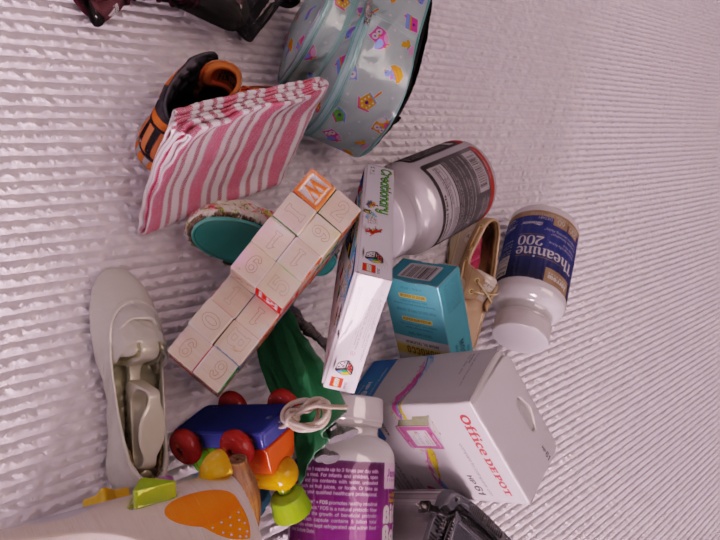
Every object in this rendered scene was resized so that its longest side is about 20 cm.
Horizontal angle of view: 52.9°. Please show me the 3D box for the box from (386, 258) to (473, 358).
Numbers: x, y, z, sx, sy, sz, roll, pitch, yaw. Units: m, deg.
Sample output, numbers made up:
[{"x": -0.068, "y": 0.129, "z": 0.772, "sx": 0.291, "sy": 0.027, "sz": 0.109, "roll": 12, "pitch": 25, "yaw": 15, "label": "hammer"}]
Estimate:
[{"x": 0.088, "y": 0.089, "z": 0.868, "sx": 0.049, "sy": 0.081, "sz": 0.204, "roll": -39, "pitch": 125, "yaw": -40, "label": "box"}]

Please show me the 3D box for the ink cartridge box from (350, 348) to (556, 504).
[{"x": 0.097, "y": 0.175, "z": 0.813, "sx": 0.146, "sy": 0.198, "sz": 0.085, "roll": 57, "pitch": 48, "yaw": -17, "label": "ink cartridge box"}]

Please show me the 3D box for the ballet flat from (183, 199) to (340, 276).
[{"x": -0.106, "y": -0.039, "z": 0.769, "sx": 0.198, "sy": 0.076, "sz": 0.065, "roll": 18, "pitch": 37, "yaw": -45, "label": "ballet flat"}]

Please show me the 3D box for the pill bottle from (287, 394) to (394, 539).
[{"x": -0.019, "y": 0.234, "z": 0.748, "sx": 0.111, "sy": 0.111, "sz": 0.205, "roll": 15, "pitch": 71, "yaw": -41, "label": "pill bottle"}]

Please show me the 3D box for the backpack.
[{"x": -0.010, "y": -0.241, "z": 0.826, "sx": 0.151, "sy": 0.175, "sz": 0.204, "roll": 15, "pitch": 68, "yaw": -23, "label": "backpack"}]

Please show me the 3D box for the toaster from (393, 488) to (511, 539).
[{"x": 0.080, "y": 0.319, "z": 0.813, "sx": 0.200, "sy": 0.128, "sz": 0.115, "roll": 45, "pitch": 52, "yaw": -28, "label": "toaster"}]

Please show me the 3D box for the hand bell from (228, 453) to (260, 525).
[{"x": -0.098, "y": 0.250, "z": 0.626, "sx": 0.103, "sy": 0.103, "sz": 0.204, "roll": -20, "pitch": 116, "yaw": -45, "label": "hand bell"}]

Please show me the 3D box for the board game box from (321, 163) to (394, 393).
[{"x": 0.000, "y": 0.000, "z": 0.694, "sx": 0.034, "sy": 0.128, "sz": 0.202, "roll": 14, "pitch": 34, "yaw": -6, "label": "board game box"}]

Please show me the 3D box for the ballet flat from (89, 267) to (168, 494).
[{"x": -0.195, "y": 0.094, "z": 0.639, "sx": 0.069, "sy": 0.069, "sz": 0.205, "roll": 1, "pitch": 80, "yaw": -44, "label": "ballet flat"}]

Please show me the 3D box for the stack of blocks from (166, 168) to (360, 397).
[{"x": -0.089, "y": 0.016, "z": 0.663, "sx": 0.058, "sy": 0.115, "sz": 0.201, "roll": 38, "pitch": 74, "yaw": 0, "label": "stack of blocks"}]

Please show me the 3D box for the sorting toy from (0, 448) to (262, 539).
[{"x": -0.194, "y": 0.214, "z": 0.554, "sx": 0.177, "sy": 0.201, "sz": 0.108, "roll": 4, "pitch": 53, "yaw": -31, "label": "sorting toy"}]

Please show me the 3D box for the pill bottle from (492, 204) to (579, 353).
[{"x": 0.254, "y": 0.013, "z": 1.068, "sx": 0.111, "sy": 0.110, "sz": 0.203, "roll": 39, "pitch": 56, "yaw": -31, "label": "pill bottle"}]

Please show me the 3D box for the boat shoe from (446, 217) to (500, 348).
[{"x": 0.156, "y": 0.015, "z": 1.000, "sx": 0.073, "sy": 0.068, "sz": 0.204, "roll": 25, "pitch": 64, "yaw": -38, "label": "boat shoe"}]

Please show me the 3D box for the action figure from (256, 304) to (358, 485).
[{"x": -0.064, "y": 0.093, "z": 0.728, "sx": 0.054, "sy": 0.119, "sz": 0.202, "roll": 4, "pitch": 45, "yaw": -37, "label": "action figure"}]

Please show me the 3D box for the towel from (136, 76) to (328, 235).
[{"x": -0.121, "y": -0.111, "z": 0.708, "sx": 0.030, "sy": 0.147, "sz": 0.199, "roll": 48, "pitch": 44, "yaw": 14, "label": "towel"}]

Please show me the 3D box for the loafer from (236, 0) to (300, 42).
[{"x": -0.094, "y": -0.341, "z": 0.841, "sx": 0.071, "sy": 0.067, "sz": 0.202, "roll": 55, "pitch": 53, "yaw": -30, "label": "loafer"}]

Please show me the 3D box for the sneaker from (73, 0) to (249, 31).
[{"x": -0.212, "y": -0.270, "z": 0.711, "sx": 0.198, "sy": 0.075, "sz": 0.117, "roll": 29, "pitch": 66, "yaw": -25, "label": "sneaker"}]

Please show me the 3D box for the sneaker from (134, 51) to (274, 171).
[{"x": -0.125, "y": -0.164, "z": 0.724, "sx": 0.078, "sy": 0.112, "sz": 0.199, "roll": 50, "pitch": 46, "yaw": 4, "label": "sneaker"}]

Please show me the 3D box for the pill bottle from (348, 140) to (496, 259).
[{"x": 0.077, "y": -0.088, "z": 0.914, "sx": 0.199, "sy": 0.115, "sz": 0.118, "roll": -27, "pitch": 99, "yaw": -44, "label": "pill bottle"}]

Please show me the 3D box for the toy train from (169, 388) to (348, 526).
[{"x": -0.073, "y": 0.176, "z": 0.649, "sx": 0.084, "sy": 0.197, "sz": 0.118, "roll": -36, "pitch": 111, "yaw": -50, "label": "toy train"}]
